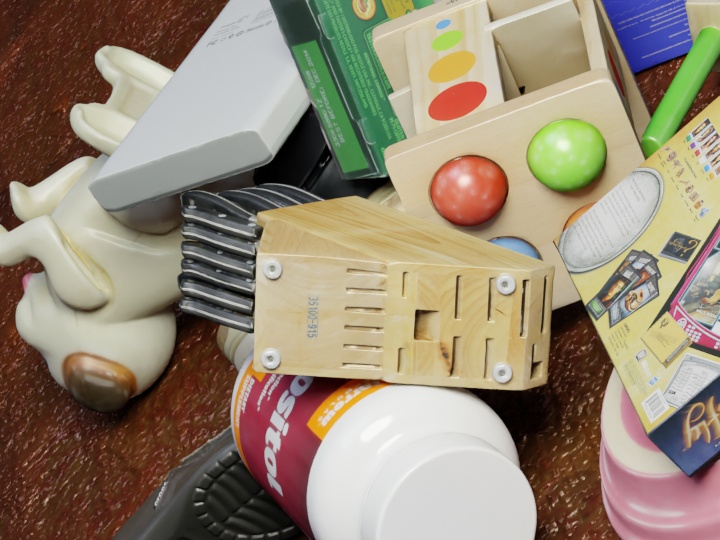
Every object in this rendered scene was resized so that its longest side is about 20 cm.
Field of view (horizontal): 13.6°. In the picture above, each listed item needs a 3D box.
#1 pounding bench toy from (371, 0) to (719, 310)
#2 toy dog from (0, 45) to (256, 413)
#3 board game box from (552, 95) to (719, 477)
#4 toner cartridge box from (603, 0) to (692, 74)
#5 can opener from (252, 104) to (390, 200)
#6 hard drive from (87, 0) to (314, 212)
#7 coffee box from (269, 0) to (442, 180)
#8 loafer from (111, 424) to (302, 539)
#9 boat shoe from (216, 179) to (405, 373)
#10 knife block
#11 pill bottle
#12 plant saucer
[{"bbox_3d":[0.123,-0.076,1.603,0.199,0.124,0.156,-20,32,10],"label":"pounding bench toy"},{"bbox_3d":[-0.142,-0.012,1.895,0.200,0.193,0.140,-60,17,25],"label":"toy dog"},{"bbox_3d":[0.172,-0.003,1.422,0.135,0.035,0.200,-41,26,12],"label":"board game box"},{"bbox_3d":[0.200,-0.181,1.677,0.200,0.095,0.043,-19,37,43],"label":"toner cartridge box"},{"bbox_3d":[-0.034,-0.026,1.800,0.063,0.079,0.200,-44,-14,-47],"label":"can opener"},{"bbox_3d":[-0.065,-0.115,1.770,0.132,0.027,0.200,-16,28,37],"label":"hard drive"},{"bbox_3d":[0.047,-0.144,1.740,0.200,0.123,0.044,-33,16,-36],"label":"coffee box"},{"bbox_3d":[-0.081,0.124,1.689,0.200,0.073,0.071,-38,29,18],"label":"loafer"},{"bbox_3d":[0.014,0.006,1.739,0.200,0.071,0.065,-38,61,-1],"label":"boat shoe"},{"bbox_3d":[0.000,0.000,1.557,0.199,0.064,0.176,3,17,3],"label":"knife block"},{"bbox_3d":[0.013,0.097,1.542,0.113,0.113,0.200,-48,26,-2],"label":"pill bottle"},{"bbox_3d":[0.187,0.050,1.422,0.200,0.051,0.201,-35,28,22],"label":"plant saucer"}]
